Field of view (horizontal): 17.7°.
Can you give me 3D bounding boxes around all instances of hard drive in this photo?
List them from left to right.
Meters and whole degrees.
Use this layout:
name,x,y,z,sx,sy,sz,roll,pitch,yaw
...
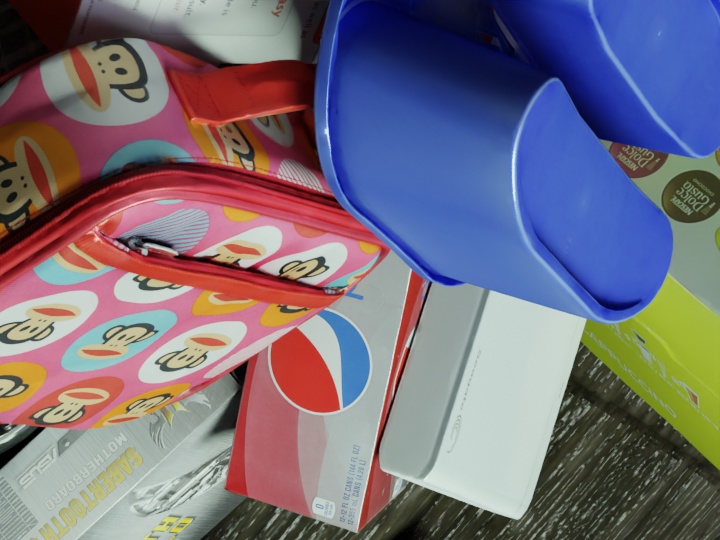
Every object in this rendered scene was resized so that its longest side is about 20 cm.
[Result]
name,x,y,z,sx,sy,sz,roll,pitch,yaw
hard drive,0.062,0.038,1.024,0.200,0.027,0.132,34,73,-71

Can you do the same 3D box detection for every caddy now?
name,x,y,z,sx,sy,sz,roll,pitch,yaw
caddy,0.055,-0.067,0.824,0.142,0.105,0.200,-65,150,-10

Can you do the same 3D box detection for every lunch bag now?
name,x,y,z,sx,sy,sz,roll,pitch,yaw
lunch bag,-0.080,-0.016,0.826,0.176,0.082,0.200,-33,161,20

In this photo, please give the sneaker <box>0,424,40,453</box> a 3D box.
name,x,y,z,sx,sy,sz,roll,pitch,yaw
sneaker,-0.134,0.047,1.013,0.200,0.076,0.088,-35,147,-15

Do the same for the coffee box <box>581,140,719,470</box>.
name,x,y,z,sx,sy,sz,roll,pitch,yaw
coffee box,0.215,-0.026,1.170,0.198,0.200,0.200,-39,143,-10

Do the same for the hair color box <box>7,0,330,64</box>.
name,x,y,z,sx,sy,sz,roll,pitch,yaw
hair color box,-0.022,-0.134,0.822,0.200,0.064,0.111,-3,129,-40

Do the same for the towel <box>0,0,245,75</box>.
name,x,y,z,sx,sy,sz,roll,pitch,yaw
towel,-0.090,-0.112,0.900,0.200,0.086,0.166,-30,140,-21

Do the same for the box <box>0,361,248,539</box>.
name,x,y,z,sx,sy,sz,roll,pitch,yaw
box,-0.115,0.107,1.038,0.200,0.048,0.158,-42,166,5

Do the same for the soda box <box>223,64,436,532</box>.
name,x,y,z,sx,sy,sz,roll,pitch,yaw
soda box,0.000,0.000,0.949,0.070,0.063,0.201,-29,133,-67
